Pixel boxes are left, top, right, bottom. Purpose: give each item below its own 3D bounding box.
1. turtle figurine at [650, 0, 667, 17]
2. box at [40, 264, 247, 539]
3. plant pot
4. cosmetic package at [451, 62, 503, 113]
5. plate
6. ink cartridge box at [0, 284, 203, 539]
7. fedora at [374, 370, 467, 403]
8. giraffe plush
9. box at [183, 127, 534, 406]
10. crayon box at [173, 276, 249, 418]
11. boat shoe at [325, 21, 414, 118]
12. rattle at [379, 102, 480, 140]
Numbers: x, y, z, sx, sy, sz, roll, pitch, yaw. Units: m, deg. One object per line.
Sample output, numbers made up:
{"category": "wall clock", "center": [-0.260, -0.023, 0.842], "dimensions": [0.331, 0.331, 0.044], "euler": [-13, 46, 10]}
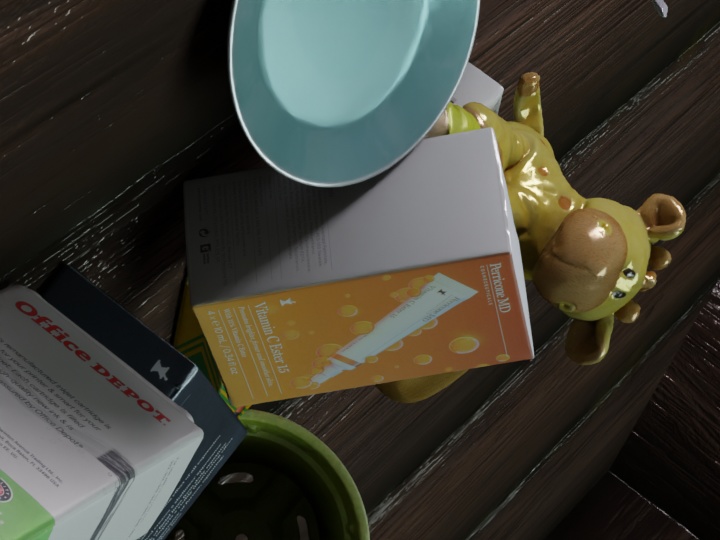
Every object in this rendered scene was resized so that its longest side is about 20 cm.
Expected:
{"category": "turtle figurine", "center": [0.156, -0.272, 1.511], "dimensions": [0.144, 0.199, 0.195], "euler": [56, 48, -54]}
{"category": "box", "center": [-0.166, 0.107, 1.508], "dimensions": [0.149, 0.107, 0.200], "euler": [-51, 167, -8]}
{"category": "plant pot", "center": [-0.093, 0.210, 1.880], "dimensions": [0.201, 0.200, 0.184], "euler": [-52, 177, -5]}
{"category": "cosmetic package", "center": [0.034, -0.069, 1.805], "dimensions": [0.113, 0.081, 0.200], "euler": [-47, 166, -25]}
{"category": "plate", "center": [-0.007, -0.149, 1.447], "dimensions": [0.199, 0.025, 0.202], "euler": [-19, 120, -37]}
{"category": "ink cartridge box", "center": [-0.199, 0.100, 1.303], "dimensions": [0.084, 0.145, 0.200], "euler": [-60, 164, 26]}
{"category": "fedora", "center": [0.043, 0.045, 1.935], "dimensions": [0.200, 0.082, 0.201], "euler": [-35, -164, 12]}
{"category": "giraffe plush", "center": [0.125, -0.021, 1.704], "dimensions": [0.200, 0.162, 0.173], "euler": [-37, 158, -52]}
{"category": "box", "center": [0.000, 0.000, 1.541], "dimensions": [0.125, 0.198, 0.098], "euler": [72, 10, -55]}
{"category": "crayon box", "center": [-0.075, 0.024, 1.730], "dimensions": [0.127, 0.051, 0.201], "euler": [-45, 163, -32]}
{"category": "boat shoe", "center": [0.009, -0.163, 1.527], "dimensions": [0.200, 0.067, 0.072], "euler": [-50, 164, -22]}
{"category": "rattle", "center": [-0.015, -0.090, 1.612], "dimensions": [0.129, 0.144, 0.200], "euler": [-9, 161, -36]}
